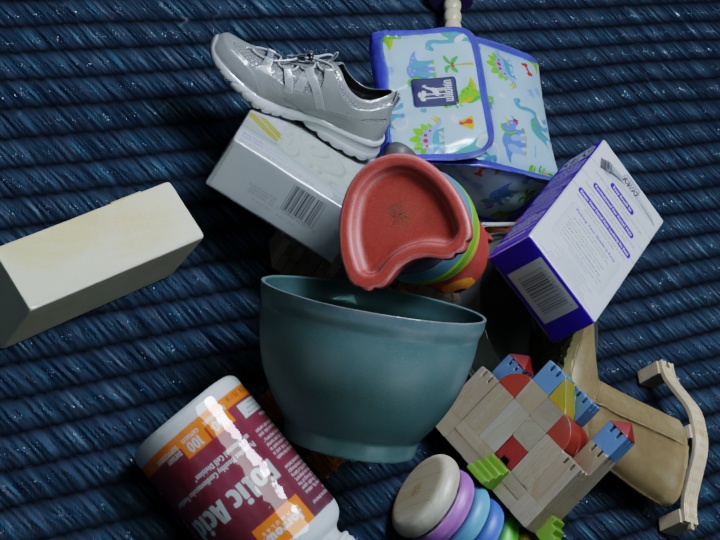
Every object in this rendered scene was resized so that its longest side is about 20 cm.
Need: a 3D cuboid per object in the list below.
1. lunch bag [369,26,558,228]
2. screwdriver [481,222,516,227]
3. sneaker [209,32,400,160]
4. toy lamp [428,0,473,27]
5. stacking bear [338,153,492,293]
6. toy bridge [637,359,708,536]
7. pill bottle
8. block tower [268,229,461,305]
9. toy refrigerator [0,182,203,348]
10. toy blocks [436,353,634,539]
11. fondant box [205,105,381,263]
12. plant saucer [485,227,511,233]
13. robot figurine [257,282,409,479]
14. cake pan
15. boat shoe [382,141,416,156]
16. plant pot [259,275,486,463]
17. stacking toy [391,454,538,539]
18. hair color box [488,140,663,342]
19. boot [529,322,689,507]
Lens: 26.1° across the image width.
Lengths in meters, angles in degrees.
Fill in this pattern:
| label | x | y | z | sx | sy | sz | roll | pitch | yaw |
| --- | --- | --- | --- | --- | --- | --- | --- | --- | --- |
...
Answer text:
| label | x | y | z | sx | sy | sz | roll | pitch | yaw |
| --- | --- | --- | --- | --- | --- | --- | --- | --- | --- |
| lunch bag | 0.100 | -0.158 | 1.639 | 0.199 | 0.127 | 0.171 | 12 | 56 | -29 |
| screwdriver | 0.181 | -0.050 | 1.657 | 0.200 | 0.029 | 0.028 | 0 | 76 | -61 |
| sneaker | -0.053 | -0.189 | 1.519 | 0.199 | 0.082 | 0.075 | 25 | 25 | -18 |
| toy lamp | 0.107 | -0.279 | 1.820 | 0.058 | 0.058 | 0.201 | 20 | 52 | -24 |
| stacking bear | 0.065 | -0.032 | 1.446 | 0.200 | 0.121 | 0.115 | 27 | 43 | -67 |
| toy bridge | 0.343 | 0.187 | 1.672 | 0.027 | 0.067 | 0.201 | 20 | 51 | -31 |
| pill bottle | -0.090 | 0.200 | 1.320 | 0.200 | 0.114 | 0.114 | 50 | 46 | 4 |
| block tower | 0.000 | 0.000 | 1.548 | 0.199 | 0.058 | 0.054 | 26 | 24 | -21 |
| toy refrigerator | -0.243 | -0.009 | 1.375 | 0.199 | 0.076 | 0.070 | -26 | 78 | -42 |
| toy blocks | 0.167 | 0.151 | 1.486 | 0.200 | 0.137 | 0.100 | 46 | 6 | 34 |
| fondant box | -0.059 | -0.103 | 1.524 | 0.144 | 0.058 | 0.200 | 32 | 23 | -7 |
| plant saucer | 0.150 | -0.077 | 1.734 | 0.199 | 0.032 | 0.202 | 19 | 53 | -26 |
| robot figurine | 0.006 | 0.096 | 1.471 | 0.200 | 0.058 | 0.145 | -41 | 89 | -27 |
| cake pan | 0.177 | 0.052 | 1.635 | 0.199 | 0.037 | 0.202 | 14 | 66 | -35 |
| boat shoe | 0.063 | -0.067 | 1.573 | 0.200 | 0.066 | 0.057 | 49 | 44 | -63 |
| plant pot | 0.001 | 0.089 | 1.349 | 0.199 | 0.200 | 0.135 | 7 | 96 | -32 |
| stacking toy | 0.127 | 0.261 | 1.471 | 0.200 | 0.085 | 0.086 | 38 | 46 | -19 |
| hair color box | 0.218 | -0.032 | 1.550 | 0.110 | 0.065 | 0.200 | 52 | 45 | -9 |
| boot | 0.263 | 0.131 | 1.614 | 0.199 | 0.066 | 0.176 | 28 | 67 | -30 |
